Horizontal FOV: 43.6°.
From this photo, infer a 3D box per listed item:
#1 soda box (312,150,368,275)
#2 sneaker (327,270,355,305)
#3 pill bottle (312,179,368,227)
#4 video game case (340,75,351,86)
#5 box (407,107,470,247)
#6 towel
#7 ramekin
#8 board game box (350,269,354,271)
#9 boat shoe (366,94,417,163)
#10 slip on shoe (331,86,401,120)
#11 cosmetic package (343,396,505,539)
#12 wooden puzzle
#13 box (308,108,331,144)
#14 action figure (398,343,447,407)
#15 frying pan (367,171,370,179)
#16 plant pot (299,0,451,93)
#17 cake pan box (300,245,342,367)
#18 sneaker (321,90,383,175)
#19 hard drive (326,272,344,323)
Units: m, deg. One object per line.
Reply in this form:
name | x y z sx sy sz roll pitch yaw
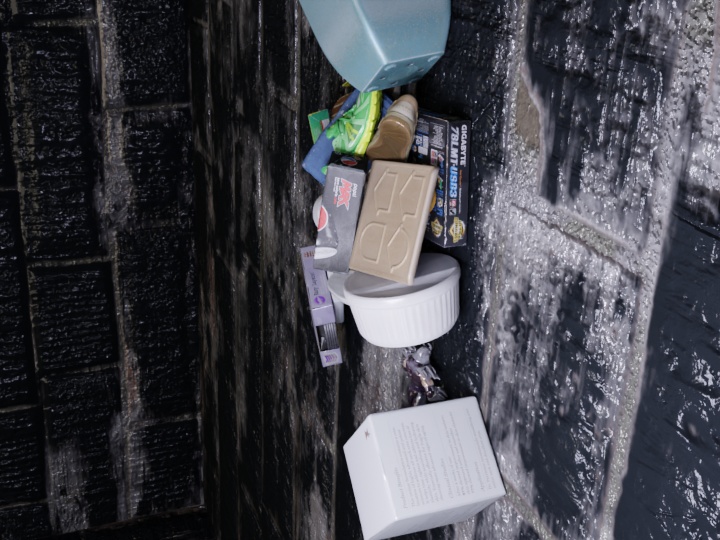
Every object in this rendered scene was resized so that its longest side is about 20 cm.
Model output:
soda box | -0.035 -0.097 1.549 0.064 0.069 0.204 -79 -1 -59
sneaker | 0.026 0.076 1.662 0.197 0.074 0.117 22 145 36
pill bottle | -0.010 -0.113 1.712 0.199 0.109 0.114 2 98 59
video game case | -0.007 -0.483 1.762 0.180 0.025 0.205 170 94 -70
box | 0.116 -0.160 1.495 0.200 0.049 0.204 -146 52 -64
towel | -0.009 -0.236 1.614 0.201 0.111 0.048 -50 -4 16
ramekin | 0.074 0.050 1.477 0.202 0.198 0.096 -150 45 -64
board game box | 0.000 0.000 1.703 0.118 0.032 0.202 23 148 33
boat shoe | 0.060 -0.222 1.489 0.066 0.070 0.200 -64 3 -18
slip on shoe | 0.021 -0.309 1.699 0.198 0.060 0.078 -15 55 52
cosmetic package | 0.099 0.324 1.467 0.167 0.195 0.171 122 138 -58
wooden puzzle | 0.060 -0.080 1.467 0.199 0.045 0.190 15 92 59
box | -0.052 -0.231 1.832 0.200 0.047 0.120 55 -159 -73
action figure | 0.104 0.217 1.614 0.131 0.068 0.204 -120 34 -60
frying pan | 0.024 -0.201 1.759 0.190 0.030 0.118 -149 54 -68
plant pot | 0.037 -0.408 1.452 0.196 0.192 0.204 -35 72 66
cake pan box | -0.086 0.079 1.953 0.202 0.051 0.187 -105 4 -48
sneaker | -0.016 -0.244 1.550 0.074 0.082 0.204 -51 -18 -75
hard drive | -0.058 0.028 1.958 0.200 0.026 0.135 95 164 -74
